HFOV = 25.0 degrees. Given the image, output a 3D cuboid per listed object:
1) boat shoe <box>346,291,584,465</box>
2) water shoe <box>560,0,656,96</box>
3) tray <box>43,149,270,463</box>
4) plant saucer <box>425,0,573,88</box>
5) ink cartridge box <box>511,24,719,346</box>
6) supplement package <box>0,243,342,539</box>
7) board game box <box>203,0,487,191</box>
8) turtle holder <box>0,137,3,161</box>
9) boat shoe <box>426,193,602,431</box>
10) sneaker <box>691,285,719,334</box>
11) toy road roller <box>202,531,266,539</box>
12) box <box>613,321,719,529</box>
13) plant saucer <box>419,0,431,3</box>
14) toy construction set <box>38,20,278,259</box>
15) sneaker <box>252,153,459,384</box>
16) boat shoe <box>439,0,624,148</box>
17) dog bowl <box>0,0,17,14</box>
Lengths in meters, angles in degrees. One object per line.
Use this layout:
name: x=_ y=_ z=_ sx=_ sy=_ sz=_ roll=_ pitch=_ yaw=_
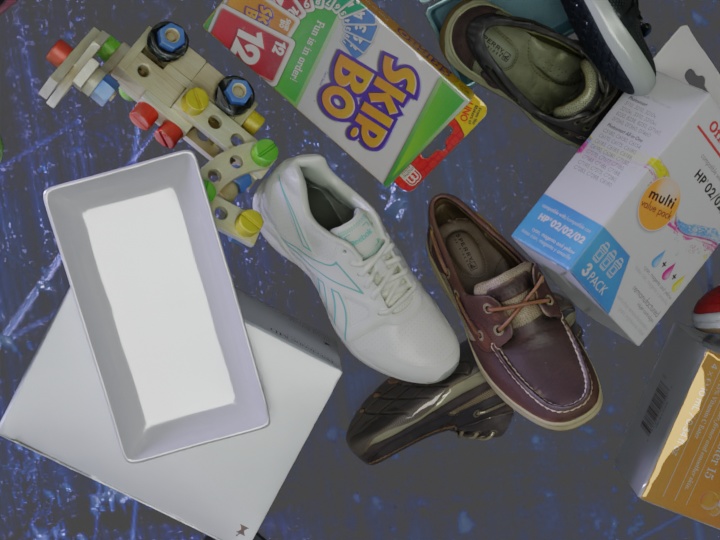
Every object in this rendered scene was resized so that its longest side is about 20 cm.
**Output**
boat shoe: x=0.085 y=0.095 z=1.221 sx=0.200 sy=0.075 sz=0.073 roll=-31 pitch=110 yaw=1
water shoe: x=0.170 y=-0.220 z=1.122 sx=0.079 sy=0.072 sz=0.200 roll=-27 pitch=85 yaw=-2
tray: x=-0.137 y=0.025 z=1.114 sx=0.107 sy=0.022 sz=0.200 roll=-15 pitch=100 yaw=-1
plant saucer: x=0.148 y=-0.209 z=1.189 sx=0.200 sy=0.019 sz=0.070 roll=-28 pitch=115 yaw=1
ink cartridge box: x=0.216 y=-0.062 z=1.168 sx=0.200 sy=0.068 sz=0.115 roll=-52 pitch=133 yaw=-4
supplement package: x=-0.136 y=0.083 z=1.191 sx=0.200 sy=0.111 sz=0.156 roll=27 pitch=98 yaw=-8
board game box: x=-0.009 y=-0.149 z=1.188 sx=0.200 sy=0.030 sz=0.096 roll=40 pitch=114 yaw=-11
turtle holder: x=-0.323 y=-0.017 z=1.153 sx=0.185 sy=0.132 sz=0.141 roll=-18 pitch=100 yaw=1
boat shoe: x=0.104 y=0.024 z=1.160 sx=0.072 sy=0.072 sz=0.200 roll=-27 pitch=59 yaw=-4
sneaker: x=0.333 y=-0.027 z=1.217 sx=0.200 sy=0.071 sz=0.113 roll=-18 pitch=104 yaw=-8
toy road roller: x=-0.073 y=0.293 z=1.213 sx=0.200 sy=0.146 sz=0.123 roll=35 pitch=97 yaw=-8
box: x=0.314 y=0.138 z=1.231 sx=0.200 sy=0.097 sz=0.125 roll=21 pitch=99 yaw=-7
plant saucer: x=0.117 y=-0.272 z=1.190 sx=0.200 sy=0.019 sz=0.070 roll=-28 pitch=101 yaw=3
toy construction set: x=-0.139 y=-0.101 z=1.153 sx=0.200 sy=0.092 sz=0.131 roll=45 pitch=63 yaw=-22
sneaker: x=0.000 y=0.000 z=1.174 sx=0.070 sy=0.080 sz=0.200 roll=-41 pitch=87 yaw=-26
boat shoe: x=0.150 y=-0.131 z=1.174 sx=0.201 sy=0.066 sz=0.072 roll=26 pitch=100 yaw=-22
dog bowl: x=-0.276 y=-0.215 z=1.097 sx=0.200 sy=0.200 sz=0.074 roll=-36 pitch=117 yaw=3
